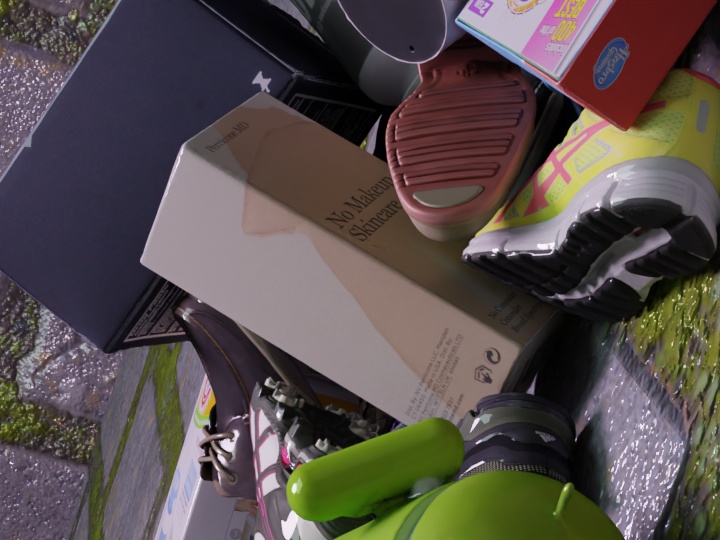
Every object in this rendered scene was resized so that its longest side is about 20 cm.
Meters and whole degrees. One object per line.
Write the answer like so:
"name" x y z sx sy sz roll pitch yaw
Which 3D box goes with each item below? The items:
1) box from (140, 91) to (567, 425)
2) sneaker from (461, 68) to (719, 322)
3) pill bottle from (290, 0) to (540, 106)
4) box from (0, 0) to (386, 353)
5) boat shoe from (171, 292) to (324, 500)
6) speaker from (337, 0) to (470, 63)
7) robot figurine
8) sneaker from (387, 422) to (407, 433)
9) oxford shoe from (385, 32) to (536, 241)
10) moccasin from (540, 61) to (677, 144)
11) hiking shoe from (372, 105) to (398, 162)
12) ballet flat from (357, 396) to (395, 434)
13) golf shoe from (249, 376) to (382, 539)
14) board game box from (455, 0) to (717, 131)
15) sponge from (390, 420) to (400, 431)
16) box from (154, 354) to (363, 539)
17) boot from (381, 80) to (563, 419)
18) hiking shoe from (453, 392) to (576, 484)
"box" 0.000 0.000 1.123 0.095 0.200 0.078 -44 -19 -56
"sneaker" 0.114 -0.036 1.009 0.200 0.078 0.090 -25 44 65
"pill bottle" 0.022 -0.169 1.292 0.114 0.200 0.114 -34 -17 -12
"box" -0.105 -0.066 1.334 0.200 0.123 0.198 -55 -12 10
"boat shoe" -0.053 0.103 1.259 0.073 0.200 0.074 -35 8 -13
"speaker" 0.075 -0.187 1.121 0.200 0.081 0.081 -40 -8 -31
"robot figurine" 0.039 0.152 0.920 0.200 0.116 0.176 -33 72 50
"sneaker" 0.026 0.135 1.211 0.200 0.077 0.085 -54 14 35
"oxford shoe" 0.056 -0.059 1.083 0.200 0.071 0.074 -74 -22 -58
"moccasin" 0.119 -0.119 1.095 0.080 0.068 0.200 172 114 -78
"hiking shoe" 0.044 -0.089 1.416 0.200 0.074 0.087 -55 9 40
"ballet flat" 0.018 0.010 1.311 0.067 0.046 0.200 120 165 -54
"golf shoe" -0.031 0.112 1.131 0.200 0.077 0.088 -121 54 -79
"board game box" 0.133 -0.169 0.979 0.200 0.040 0.153 -55 21 6
"sponge" 0.032 0.086 1.333 0.112 0.030 0.200 -87 17 -52
"box" -0.062 0.146 1.367 0.112 0.101 0.200 -124 51 -76
"boot" 0.013 -0.040 1.211 0.204 0.154 0.073 -60 -14 7
"hiking shoe" 0.042 0.157 1.053 0.101 0.076 0.200 -88 19 -63
